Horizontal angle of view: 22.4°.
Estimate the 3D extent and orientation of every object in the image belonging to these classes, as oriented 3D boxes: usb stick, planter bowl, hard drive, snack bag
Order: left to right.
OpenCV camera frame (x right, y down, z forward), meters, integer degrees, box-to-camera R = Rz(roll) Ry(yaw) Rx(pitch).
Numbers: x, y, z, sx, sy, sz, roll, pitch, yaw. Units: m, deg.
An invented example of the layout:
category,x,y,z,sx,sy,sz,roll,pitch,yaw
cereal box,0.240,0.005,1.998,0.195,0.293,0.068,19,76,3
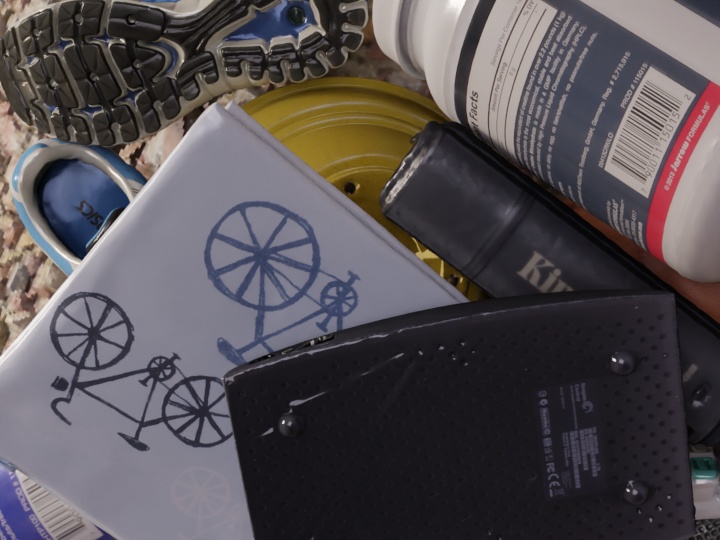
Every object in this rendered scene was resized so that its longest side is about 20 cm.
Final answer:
category,x,y,z,sx,sy,sz,roll,pitch,yaw
snack bag,-0.056,0.052,0.824,0.188,0.021,0.200,38,102,-20
planter bowl,0.000,0.000,0.883,0.199,0.083,0.202,1,87,-10
hard drive,0.045,0.077,0.812,0.198,0.042,0.136,-11,112,-2
usb stick,0.097,0.007,0.837,0.199,0.033,0.056,37,99,-6

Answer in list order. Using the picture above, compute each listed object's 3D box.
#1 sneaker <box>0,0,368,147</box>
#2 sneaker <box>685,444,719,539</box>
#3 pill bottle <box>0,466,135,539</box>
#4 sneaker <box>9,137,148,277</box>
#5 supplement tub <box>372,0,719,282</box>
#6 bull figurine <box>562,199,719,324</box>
category,x,y,z,sx,sy,sz,roll,pitch,yaw
sneaker,-0.090,-0.118,0.942,0.198,0.089,0.079,-10,105,7
sneaker,0.109,0.133,0.893,0.198,0.078,0.092,2,100,5
pill bottle,-0.176,0.124,0.932,0.199,0.120,0.120,-30,82,24
sneaker,-0.100,0.004,0.935,0.199,0.072,0.072,36,95,8
supplement tub,0.118,-0.101,0.826,0.200,0.140,0.141,36,97,24
bull figurine,0.183,0.019,0.887,0.198,0.065,0.123,7,92,13
